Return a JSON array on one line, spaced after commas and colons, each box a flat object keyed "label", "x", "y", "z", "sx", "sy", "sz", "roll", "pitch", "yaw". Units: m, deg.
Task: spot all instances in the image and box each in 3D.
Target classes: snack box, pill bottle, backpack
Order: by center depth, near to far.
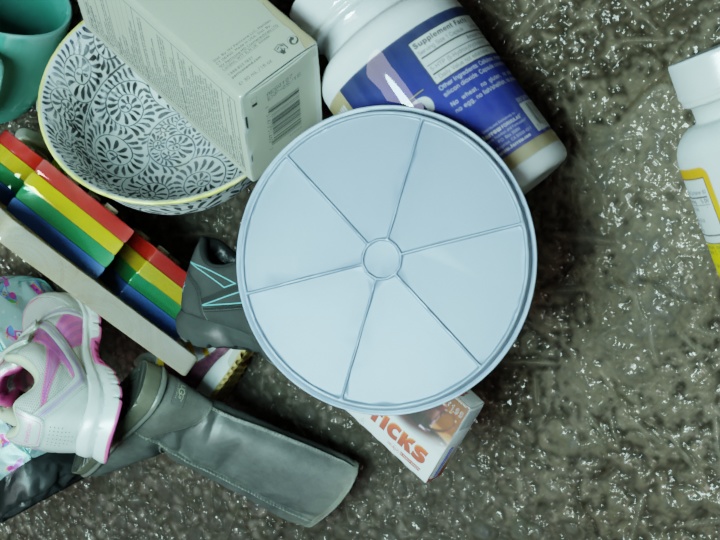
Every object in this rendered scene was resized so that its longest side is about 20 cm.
[{"label": "pill bottle", "x": 0.268, "y": -0.050, "z": 0.783, "sx": 0.112, "sy": 0.113, "sz": 0.201, "roll": -20, "pitch": 95, "yaw": 31}, {"label": "pill bottle", "x": 0.042, "y": -0.126, "z": 0.876, "sx": 0.120, "sy": 0.120, "sz": 0.201, "roll": -39, "pitch": 84, "yaw": 31}, {"label": "snack box", "x": -0.002, "y": 0.063, "z": 0.915, "sx": 0.200, "sy": 0.024, "sz": 0.072, "roll": 40, "pitch": 119, "yaw": 24}, {"label": "backpack", "x": -0.312, "y": 0.108, "z": 1.123, "sx": 0.126, "sy": 0.167, "sz": 0.201, "roll": -29, "pitch": 87, "yaw": 14}]

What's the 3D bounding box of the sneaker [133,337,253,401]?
[{"label": "sneaker", "x": -0.124, "y": 0.041, "z": 1.038, "sx": 0.090, "sy": 0.075, "sz": 0.200, "roll": 39, "pitch": 118, "yaw": 6}]

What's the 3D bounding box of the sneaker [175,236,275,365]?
[{"label": "sneaker", "x": -0.054, "y": 0.025, "z": 0.885, "sx": 0.199, "sy": 0.075, "sz": 0.080, "roll": 10, "pitch": 98, "yaw": 32}]

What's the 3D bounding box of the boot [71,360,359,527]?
[{"label": "boot", "x": -0.125, "y": 0.160, "z": 1.041, "sx": 0.199, "sy": 0.073, "sz": 0.182, "roll": 25, "pitch": 146, "yaw": -24}]

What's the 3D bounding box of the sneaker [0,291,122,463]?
[{"label": "sneaker", "x": -0.254, "y": 0.076, "z": 0.994, "sx": 0.200, "sy": 0.088, "sz": 0.082, "roll": 49, "pitch": 126, "yaw": 55}]

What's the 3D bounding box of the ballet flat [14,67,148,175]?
[{"label": "ballet flat", "x": -0.256, "y": -0.116, "z": 1.063, "sx": 0.200, "sy": 0.067, "sz": 0.067, "roll": -47, "pitch": 36, "yaw": 27}]

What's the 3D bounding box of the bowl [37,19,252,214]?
[{"label": "bowl", "x": -0.142, "y": -0.114, "z": 0.970, "sx": 0.200, "sy": 0.201, "sz": 0.094, "roll": 29, "pitch": 156, "yaw": 17}]

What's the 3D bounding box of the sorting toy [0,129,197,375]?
[{"label": "sorting toy", "x": -0.225, "y": -0.028, "z": 0.987, "sx": 0.070, "sy": 0.199, "sz": 0.200, "roll": -52, "pitch": 39, "yaw": -5}]

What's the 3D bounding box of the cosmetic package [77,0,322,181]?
[{"label": "cosmetic package", "x": -0.119, "y": -0.169, "z": 0.887, "sx": 0.200, "sy": 0.073, "sz": 0.104, "roll": 44, "pitch": 159, "yaw": 21}]

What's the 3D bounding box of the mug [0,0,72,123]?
[{"label": "mug", "x": -0.334, "y": -0.186, "z": 1.021, "sx": 0.151, "sy": 0.185, "sz": 0.115, "roll": 32, "pitch": 121, "yaw": -2}]

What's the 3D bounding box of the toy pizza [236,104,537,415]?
[{"label": "toy pizza", "x": 0.016, "y": -0.007, "z": 0.812, "sx": 0.198, "sy": 0.032, "sz": 0.202, "roll": 0, "pitch": 88, "yaw": 11}]
